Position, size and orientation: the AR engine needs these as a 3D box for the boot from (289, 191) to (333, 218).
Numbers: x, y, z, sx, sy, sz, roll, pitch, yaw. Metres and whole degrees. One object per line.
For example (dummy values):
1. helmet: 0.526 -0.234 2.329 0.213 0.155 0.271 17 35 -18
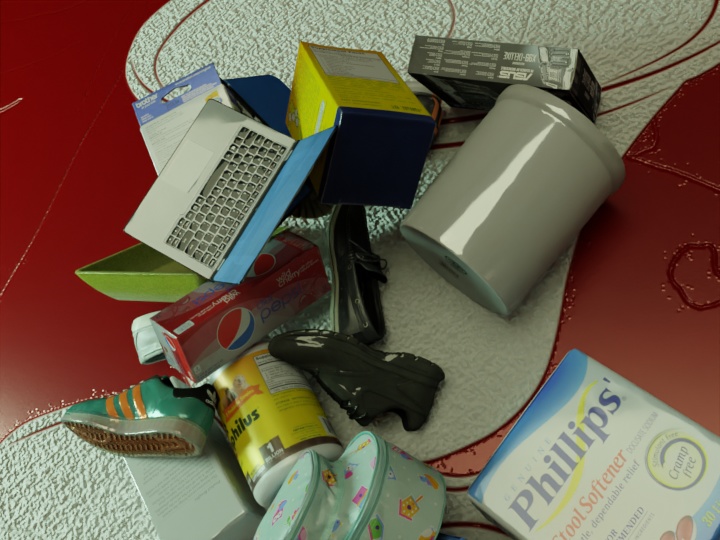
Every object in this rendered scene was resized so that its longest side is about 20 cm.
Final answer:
1. boot: -0.133 -0.108 1.085 0.199 0.107 0.075 14 77 -3

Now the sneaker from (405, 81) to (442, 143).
1. sneaker: 0.007 -0.190 1.070 0.199 0.078 0.113 -1 63 20

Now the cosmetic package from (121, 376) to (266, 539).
1. cosmetic package: -0.200 0.234 0.933 0.101 0.071 0.200 -37 57 0

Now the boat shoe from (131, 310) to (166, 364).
1. boat shoe: -0.195 0.078 1.023 0.200 0.070 0.072 -13 77 14

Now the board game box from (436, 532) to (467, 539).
1. board game box: 0.053 0.343 0.735 0.045 0.152 0.201 26 74 -2

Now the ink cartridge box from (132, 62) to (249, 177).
1. ink cartridge box: -0.184 -0.134 0.962 0.119 0.042 0.201 -25 80 8

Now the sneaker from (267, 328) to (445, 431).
1. sneaker: -0.009 0.120 0.886 0.199 0.076 0.091 17 78 -2

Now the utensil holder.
1. utensil holder: 0.165 -0.075 0.898 0.170 0.170 0.200 36 82 31

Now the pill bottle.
1. pill bottle: -0.103 0.158 0.913 0.109 0.109 0.200 -34 57 2

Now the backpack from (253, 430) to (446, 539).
1. backpack: -0.013 0.252 0.768 0.153 0.176 0.200 38 88 -6

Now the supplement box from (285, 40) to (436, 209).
1. supplement box: -0.008 -0.168 0.915 0.108 0.110 0.200 2 35 -20

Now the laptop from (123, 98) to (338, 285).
1. laptop: -0.145 -0.093 0.854 0.199 0.116 0.188 28 78 14

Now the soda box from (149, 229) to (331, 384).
1. soda box: -0.131 0.037 0.907 0.200 0.070 0.063 -35 38 -28

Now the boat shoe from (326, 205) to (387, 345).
1. boat shoe: 0.000 0.000 0.974 0.062 0.075 0.201 -14 66 29

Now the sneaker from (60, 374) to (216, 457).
1. sneaker: -0.246 0.161 0.912 0.199 0.072 0.080 -1 47 26

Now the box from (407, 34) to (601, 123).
1. box: 0.178 -0.230 0.975 0.199 0.158 0.050 13 92 25

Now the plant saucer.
1. plant saucer: -0.216 -0.006 1.020 0.199 0.200 0.048 0 108 28

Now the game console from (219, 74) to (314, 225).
1. game console: -0.124 -0.146 1.030 0.171 0.118 0.200 -45 75 5

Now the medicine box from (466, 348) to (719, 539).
1. medicine box: 0.237 0.210 0.762 0.200 0.103 0.182 33 79 30
